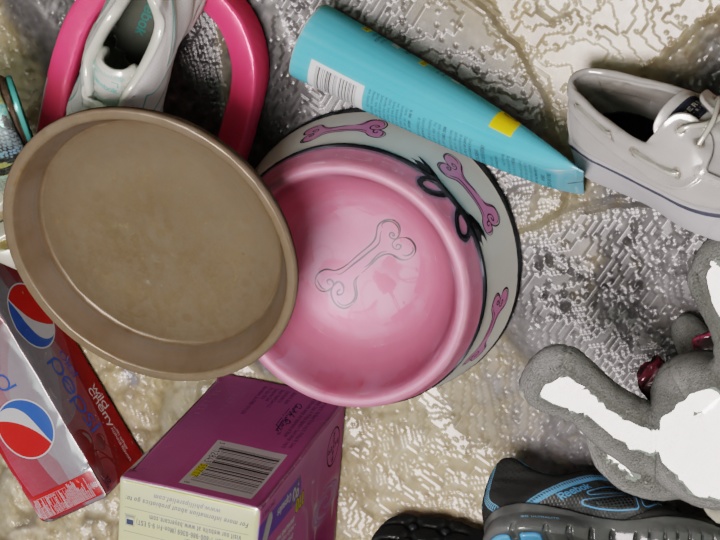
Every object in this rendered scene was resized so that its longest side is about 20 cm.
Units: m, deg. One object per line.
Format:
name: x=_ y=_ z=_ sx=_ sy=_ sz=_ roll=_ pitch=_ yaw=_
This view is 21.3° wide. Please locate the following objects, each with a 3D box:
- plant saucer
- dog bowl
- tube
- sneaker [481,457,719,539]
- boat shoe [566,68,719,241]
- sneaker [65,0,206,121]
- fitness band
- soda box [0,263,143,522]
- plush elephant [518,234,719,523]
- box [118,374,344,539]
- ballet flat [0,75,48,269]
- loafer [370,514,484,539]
plant saucer: x=-0.131 y=-0.019 z=1.211 sx=0.199 sy=0.030 sz=0.201 roll=9 pitch=124 yaw=14
dog bowl: x=0.000 y=0.000 z=1.247 sx=0.199 sy=0.074 sz=0.201 roll=6 pitch=110 yaw=17
tube: x=0.051 y=-0.100 z=1.199 sx=0.199 sy=0.077 sz=0.051 roll=29 pitch=92 yaw=10
sneaker: x=0.176 y=0.164 z=1.247 sx=0.199 sy=0.082 sz=0.073 roll=11 pitch=129 yaw=-9
boat shoe: x=0.195 y=-0.074 z=1.114 sx=0.200 sy=0.072 sz=0.066 roll=32 pitch=148 yaw=50
sneaker: x=-0.157 y=-0.114 z=1.217 sx=0.070 sy=0.080 sz=0.201 roll=20 pitch=115 yaw=5
fitness band: x=-0.138 y=-0.110 z=1.276 sx=0.143 sy=0.037 sz=0.201 roll=21 pitch=115 yaw=7
soda box: x=-0.238 y=0.073 z=1.352 sx=0.063 sy=0.070 sz=0.201 roll=-25 pitch=99 yaw=23
plush elephant: x=0.226 y=0.079 z=1.168 sx=0.165 sy=0.155 sz=0.200 roll=-43 pitch=84 yaw=17
box: x=-0.087 y=0.200 z=1.289 sx=0.096 sy=0.176 sz=0.201 roll=11 pitch=112 yaw=15
ballet flat: x=-0.229 y=-0.044 z=1.276 sx=0.074 sy=0.074 sz=0.200 roll=-3 pitch=132 yaw=19
loafer: x=0.101 y=0.217 z=1.298 sx=0.200 sy=0.068 sz=0.071 roll=8 pitch=122 yaw=18
